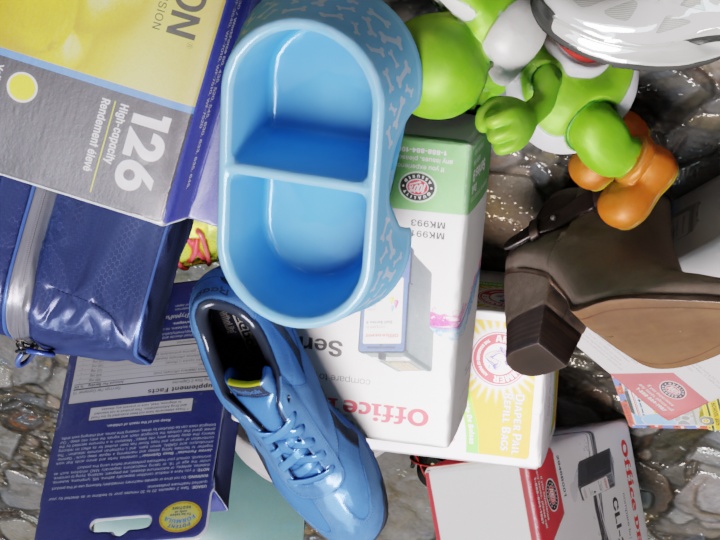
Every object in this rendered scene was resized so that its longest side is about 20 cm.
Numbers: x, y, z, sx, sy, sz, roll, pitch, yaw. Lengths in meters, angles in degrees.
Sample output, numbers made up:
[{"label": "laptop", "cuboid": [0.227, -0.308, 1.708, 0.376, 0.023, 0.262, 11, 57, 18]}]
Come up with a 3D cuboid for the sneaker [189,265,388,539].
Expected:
[{"label": "sneaker", "cuboid": [-0.049, 0.090, 1.108, 0.066, 0.078, 0.200, -24, 102, 16]}]

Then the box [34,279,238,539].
[{"label": "box", "cuboid": [-0.139, 0.097, 1.195, 0.121, 0.200, 0.032, -6, 141, 16]}]

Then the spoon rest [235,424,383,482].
[{"label": "spoon rest", "cuboid": [-0.005, 0.128, 1.318, 0.200, 0.099, 0.061, 14, 106, -29]}]

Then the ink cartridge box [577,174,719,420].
[{"label": "ink cartridge box", "cuboid": [0.239, 0.008, 1.179, 0.116, 0.068, 0.200, 39, 134, -22]}]

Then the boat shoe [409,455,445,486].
[{"label": "boat shoe", "cuboid": [0.073, 0.147, 1.424, 0.063, 0.074, 0.201, -36, 135, -1]}]

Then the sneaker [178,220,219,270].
[{"label": "sneaker", "cuboid": [-0.146, -0.021, 1.258, 0.200, 0.090, 0.078, 5, 144, 11]}]

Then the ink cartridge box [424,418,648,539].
[{"label": "ink cartridge box", "cuboid": [0.137, 0.195, 1.344, 0.084, 0.145, 0.200, -11, 179, 28]}]

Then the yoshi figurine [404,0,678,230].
[{"label": "yoshi figurine", "cuboid": [0.087, -0.099, 1.066, 0.112, 0.112, 0.200, -17, 132, 45]}]

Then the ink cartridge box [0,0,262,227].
[{"label": "ink cartridge box", "cuboid": [-0.128, -0.132, 1.045, 0.200, 0.047, 0.198, 17, 104, -2]}]

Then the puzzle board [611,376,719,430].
[{"label": "puzzle board", "cuboid": [0.247, 0.059, 1.307, 0.150, 0.017, 0.200, -2, 141, 20]}]

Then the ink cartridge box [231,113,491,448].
[{"label": "ink cartridge box", "cuboid": [0.000, 0.000, 1.157, 0.145, 0.088, 0.200, 7, 109, 10]}]

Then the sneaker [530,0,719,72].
[{"label": "sneaker", "cuboid": [0.195, -0.169, 0.977, 0.200, 0.076, 0.115, 4, 136, -1]}]

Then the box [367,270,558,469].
[{"label": "box", "cuboid": [0.036, 0.059, 1.264, 0.200, 0.101, 0.113, 6, 106, 10]}]

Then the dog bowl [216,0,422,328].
[{"label": "dog bowl", "cuboid": [-0.028, -0.059, 1.021, 0.111, 0.050, 0.200, 10, 113, 14]}]

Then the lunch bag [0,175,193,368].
[{"label": "lunch bag", "cuboid": [-0.178, -0.033, 1.155, 0.132, 0.200, 0.136, 15, 171, 1]}]

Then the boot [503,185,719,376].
[{"label": "boot", "cuboid": [0.167, -0.012, 1.121, 0.200, 0.146, 0.070, -12, 133, 40]}]

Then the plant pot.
[{"label": "plant pot", "cuboid": [-0.123, 0.197, 1.472, 0.161, 0.201, 0.201, 2, 145, -2]}]
